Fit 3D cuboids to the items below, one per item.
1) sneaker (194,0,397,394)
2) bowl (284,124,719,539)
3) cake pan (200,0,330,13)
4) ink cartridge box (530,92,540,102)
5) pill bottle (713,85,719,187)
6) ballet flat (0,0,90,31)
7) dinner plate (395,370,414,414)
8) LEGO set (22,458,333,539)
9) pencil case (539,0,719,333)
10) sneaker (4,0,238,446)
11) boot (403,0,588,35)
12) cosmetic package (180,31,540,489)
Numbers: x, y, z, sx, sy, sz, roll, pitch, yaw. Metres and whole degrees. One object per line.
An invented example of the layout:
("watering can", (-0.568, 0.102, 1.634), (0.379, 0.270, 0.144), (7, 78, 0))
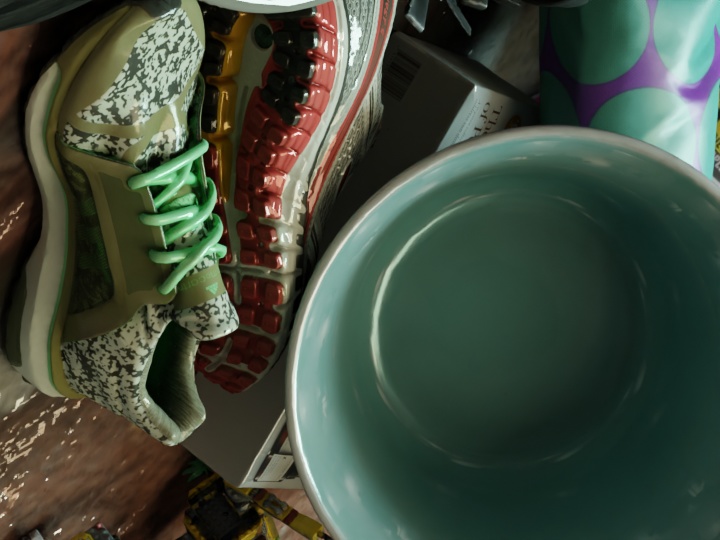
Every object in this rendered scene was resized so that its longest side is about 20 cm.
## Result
("sneaker", (-0.028, -0.038, 1.071), (0.082, 0.078, 0.201), (-25, 143, -48))
("bowl", (0.064, 0.033, 1.105), (0.201, 0.200, 0.105), (-57, -168, 7))
("cake pan", (-0.027, -0.183, 0.868), (0.200, 0.037, 0.201), (-20, 120, -40))
("ink cartridge box", (0.141, -0.053, 1.371), (0.200, 0.042, 0.120), (-26, 132, -42))
("pill bottle", (0.220, -0.116, 1.242), (0.200, 0.113, 0.112), (-42, 160, 23))
("ballet flat", (-0.087, -0.125, 0.910), (0.200, 0.057, 0.066), (-28, 170, -34))
("dinner plate", (0.053, 0.050, 1.253), (0.200, 0.024, 0.201), (-44, 147, -40))
("LEGO set", (-0.061, 0.161, 1.160), (0.153, 0.200, 0.116), (-27, 148, -8))
("pencil case", (0.120, -0.076, 1.180), (0.092, 0.085, 0.201), (-8, 108, -30))
("sneaker", (-0.071, -0.016, 1.010), (0.077, 0.088, 0.201), (-33, 148, -37))
("boot", (0.066, -0.183, 1.013), (0.162, 0.073, 0.199), (-1, 115, -63))
("cosmetic package", (0.000, 0.000, 1.199), (0.201, 0.051, 0.082), (-60, 156, 11))
